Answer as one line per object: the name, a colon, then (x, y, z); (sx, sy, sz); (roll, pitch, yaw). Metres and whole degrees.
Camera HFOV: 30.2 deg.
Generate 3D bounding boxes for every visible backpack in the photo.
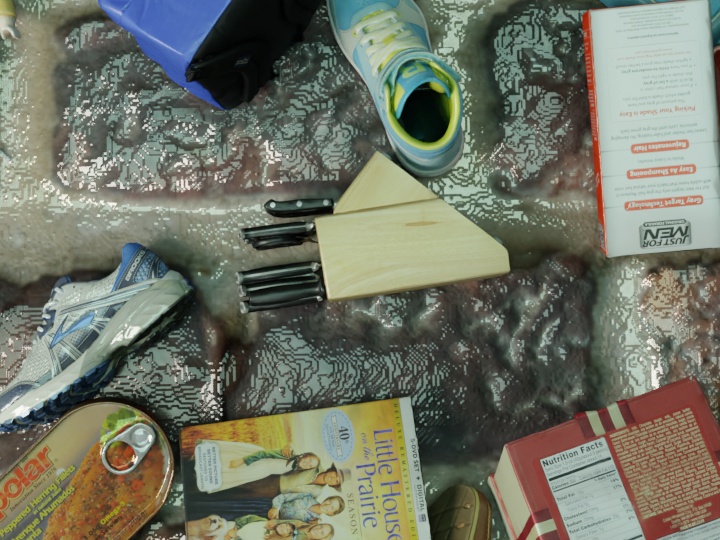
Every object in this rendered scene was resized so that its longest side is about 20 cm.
backpack: (-0.119, -0.233, 1.056); (0.168, 0.200, 0.163); (40, 90, 11)

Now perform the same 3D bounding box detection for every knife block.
knife block: (0.000, 0.000, 1.111); (0.199, 0.064, 0.176); (36, 88, 1)

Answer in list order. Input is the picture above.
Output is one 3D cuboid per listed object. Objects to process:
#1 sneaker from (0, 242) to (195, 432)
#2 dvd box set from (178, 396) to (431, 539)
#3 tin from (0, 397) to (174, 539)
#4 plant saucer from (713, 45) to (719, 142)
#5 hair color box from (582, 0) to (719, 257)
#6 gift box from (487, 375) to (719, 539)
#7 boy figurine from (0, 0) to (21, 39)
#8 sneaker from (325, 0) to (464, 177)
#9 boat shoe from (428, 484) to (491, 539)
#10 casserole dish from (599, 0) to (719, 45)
sneaker: (-0.236, 0.054, 1.110); (0.200, 0.077, 0.085); (-39, 78, -9)
dvd box set: (-0.045, 0.188, 1.095); (0.198, 0.029, 0.148); (-7, 67, 0)
tin: (-0.242, 0.190, 1.103); (0.200, 0.042, 0.112); (-43, 104, -2)
plant saucer: (0.397, -0.095, 1.132); (0.198, 0.037, 0.202); (-5, 87, -1)
hair color box: (0.241, -0.117, 1.101); (0.100, 0.061, 0.202); (-4, 96, 5)
gift box: (0.202, 0.215, 1.038); (0.183, 0.187, 0.202); (-15, 72, -3)
boy figurine: (-0.345, -0.218, 1.121); (0.123, 0.064, 0.202); (6, 90, 3)
sneaker: (0.031, -0.178, 1.087); (0.079, 0.131, 0.201); (-28, 87, 0)
boat shoe: (0.075, 0.280, 1.102); (0.067, 0.072, 0.202); (20, 77, -32)
casserole dish: (0.255, -0.273, 1.140); (0.200, 0.039, 0.121); (39, 87, 2)
